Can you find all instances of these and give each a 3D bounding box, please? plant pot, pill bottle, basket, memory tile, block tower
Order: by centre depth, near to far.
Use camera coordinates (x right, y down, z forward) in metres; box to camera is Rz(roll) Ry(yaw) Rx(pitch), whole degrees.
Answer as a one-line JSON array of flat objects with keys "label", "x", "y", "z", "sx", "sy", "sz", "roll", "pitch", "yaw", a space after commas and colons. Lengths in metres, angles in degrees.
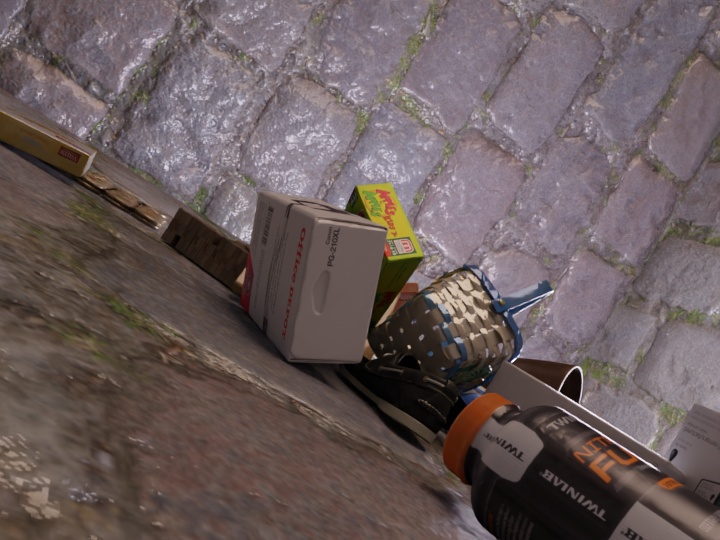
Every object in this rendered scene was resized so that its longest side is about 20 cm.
[{"label": "pill bottle", "x": 0.150, "y": 0.164, "z": 0.485, "sx": 0.200, "sy": 0.106, "sz": 0.106, "roll": 31, "pitch": -2, "yaw": 41}, {"label": "basket", "x": 0.122, "y": 0.076, "z": 0.863, "sx": 0.200, "sy": 0.176, "sz": 0.139, "roll": -21, "pitch": 74, "yaw": -40}, {"label": "block tower", "x": -0.196, "y": -0.019, "z": 0.992, "sx": 0.200, "sy": 0.058, "sz": 0.054, "roll": 31, "pitch": -2, "yaw": 25}, {"label": "memory tile", "x": -0.386, "y": -0.117, "z": 1.145, "sx": 0.153, "sy": 0.017, "sz": 0.200, "roll": 34, "pitch": -2, "yaw": -15}, {"label": "plant pot", "x": 0.265, "y": 0.230, "z": 1.247, "sx": 0.200, "sy": 0.187, "sz": 0.187, "roll": 16, "pitch": -10, "yaw": 31}]

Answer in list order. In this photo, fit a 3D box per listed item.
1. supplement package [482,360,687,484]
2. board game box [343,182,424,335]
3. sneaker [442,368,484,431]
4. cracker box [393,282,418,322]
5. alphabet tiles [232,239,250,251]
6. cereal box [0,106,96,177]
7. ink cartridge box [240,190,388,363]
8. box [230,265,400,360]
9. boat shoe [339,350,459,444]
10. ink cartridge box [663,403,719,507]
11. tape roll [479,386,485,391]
[{"label": "supplement package", "x": 0.223, "y": 0.208, "z": 0.764, "sx": 0.200, "sy": 0.121, "sz": 0.120, "roll": 31, "pitch": -1, "yaw": 40}, {"label": "board game box", "x": 0.000, "y": 0.000, "z": 0.826, "sx": 0.048, "sy": 0.200, "sz": 0.102, "roll": -8, "pitch": 61, "yaw": -26}, {"label": "sneaker", "x": 0.145, "y": 0.185, "z": 0.943, "sx": 0.200, "sy": 0.066, "sz": 0.078, "roll": 38, "pitch": 20, "yaw": 25}, {"label": "cracker box", "x": 0.016, "y": 0.063, "z": 1.105, "sx": 0.134, "sy": 0.058, "sz": 0.200, "roll": 0, "pitch": -12, "yaw": -3}, {"label": "alphabet tiles", "x": -0.120, "y": 0.031, "z": 1.087, "sx": 0.200, "sy": 0.015, "sz": 0.196, "roll": 41, "pitch": -12, "yaw": 16}, {"label": "cereal box", "x": -0.456, "y": -0.187, "z": 1.003, "sx": 0.144, "sy": 0.040, "sz": 0.200, "roll": 27, "pitch": 1, "yaw": -22}, {"label": "ink cartridge box", "x": -0.058, "y": 0.001, "z": 0.762, "sx": 0.084, "sy": 0.145, "sz": 0.200, "roll": 7, "pitch": 10, "yaw": -25}, {"label": "box", "x": -0.052, "y": 0.027, "z": 0.935, "sx": 0.200, "sy": 0.021, "sz": 0.164, "roll": 35, "pitch": 43, "yaw": -6}, {"label": "boat shoe", "x": 0.039, "y": 0.122, "z": 0.765, "sx": 0.072, "sy": 0.068, "sz": 0.200, "roll": 34, "pitch": -6, "yaw": -24}, {"label": "ink cartridge box", "x": 0.378, "y": 0.262, "z": 0.738, "sx": 0.086, "sy": 0.200, "sz": 0.146, "roll": 32, "pitch": -1, "yaw": -11}, {"label": "tape roll", "x": 0.127, "y": 0.186, "z": 1.143, "sx": 0.202, "sy": 0.071, "sz": 0.202, "roll": 33, "pitch": 0, "yaw": 0}]
